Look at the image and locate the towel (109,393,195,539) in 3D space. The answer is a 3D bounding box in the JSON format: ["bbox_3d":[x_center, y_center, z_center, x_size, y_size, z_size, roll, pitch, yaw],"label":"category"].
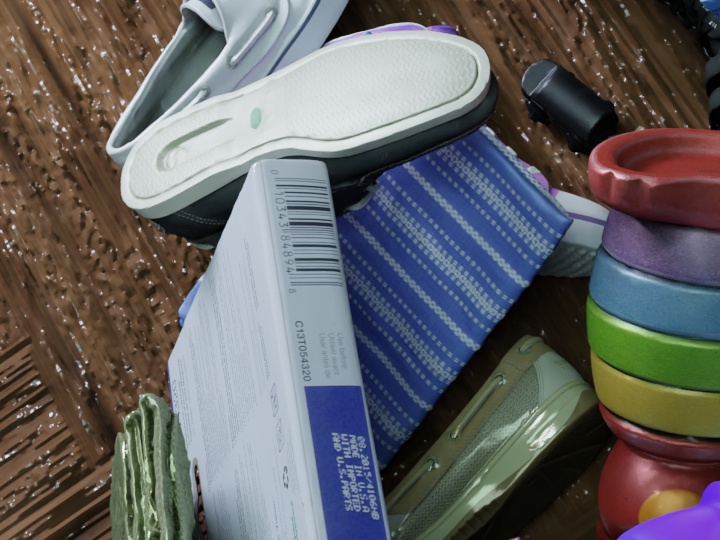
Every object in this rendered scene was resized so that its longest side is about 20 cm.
[{"bbox_3d":[-0.096,0.150,0.929,0.036,0.200,0.150,-2,73,-10],"label":"towel"}]

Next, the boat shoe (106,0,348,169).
[{"bbox_3d":[-0.065,-0.130,1.053,0.073,0.065,0.201,19,78,52],"label":"boat shoe"}]

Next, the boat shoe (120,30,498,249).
[{"bbox_3d":[-0.018,-0.060,0.944,0.199,0.068,0.072,-18,47,27],"label":"boat shoe"}]

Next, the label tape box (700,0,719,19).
[{"bbox_3d":[0.267,-0.100,0.879,0.199,0.143,0.066,33,84,-6],"label":"label tape box"}]

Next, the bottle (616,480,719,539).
[{"bbox_3d":[0.123,0.140,0.782,0.199,0.066,0.083,-35,24,-16],"label":"bottle"}]

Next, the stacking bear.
[{"bbox_3d":[0.154,0.044,0.908,0.120,0.114,0.202,6,107,3],"label":"stacking bear"}]

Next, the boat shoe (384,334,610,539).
[{"bbox_3d":[0.034,0.118,0.965,0.201,0.073,0.063,-44,60,-2],"label":"boat shoe"}]

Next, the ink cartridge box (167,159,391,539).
[{"bbox_3d":[-0.042,0.083,0.919,0.043,0.200,0.198,-1,62,-18],"label":"ink cartridge box"}]

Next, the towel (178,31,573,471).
[{"bbox_3d":[0.000,0.000,0.981,0.145,0.024,0.200,46,119,18],"label":"towel"}]

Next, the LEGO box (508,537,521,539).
[{"bbox_3d":[0.080,0.235,0.873,0.077,0.149,0.201,-20,70,9],"label":"LEGO box"}]

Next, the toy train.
[{"bbox_3d":[0.157,-0.044,0.986,0.200,0.046,0.034,40,88,22],"label":"toy train"}]

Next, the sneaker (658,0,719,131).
[{"bbox_3d":[0.178,-0.126,0.989,0.199,0.071,0.100,26,78,17],"label":"sneaker"}]

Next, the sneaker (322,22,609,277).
[{"bbox_3d":[0.053,-0.070,1.012,0.199,0.073,0.115,18,77,20],"label":"sneaker"}]
